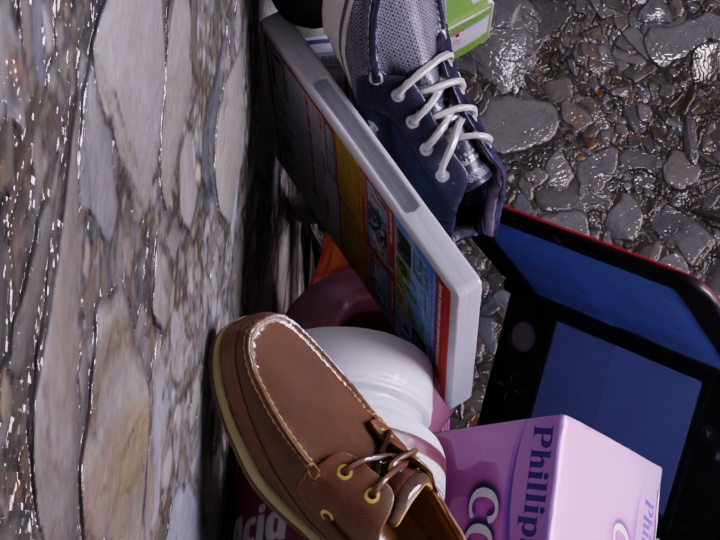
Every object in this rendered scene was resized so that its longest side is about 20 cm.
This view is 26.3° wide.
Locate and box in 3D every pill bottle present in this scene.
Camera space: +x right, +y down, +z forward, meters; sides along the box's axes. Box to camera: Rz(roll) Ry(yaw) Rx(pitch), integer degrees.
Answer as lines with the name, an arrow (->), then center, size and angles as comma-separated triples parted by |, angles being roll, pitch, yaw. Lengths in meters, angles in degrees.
pill bottle -> -0.013, 0.139, 0.812 | 0.114, 0.114, 0.201 | 87, 6, -60

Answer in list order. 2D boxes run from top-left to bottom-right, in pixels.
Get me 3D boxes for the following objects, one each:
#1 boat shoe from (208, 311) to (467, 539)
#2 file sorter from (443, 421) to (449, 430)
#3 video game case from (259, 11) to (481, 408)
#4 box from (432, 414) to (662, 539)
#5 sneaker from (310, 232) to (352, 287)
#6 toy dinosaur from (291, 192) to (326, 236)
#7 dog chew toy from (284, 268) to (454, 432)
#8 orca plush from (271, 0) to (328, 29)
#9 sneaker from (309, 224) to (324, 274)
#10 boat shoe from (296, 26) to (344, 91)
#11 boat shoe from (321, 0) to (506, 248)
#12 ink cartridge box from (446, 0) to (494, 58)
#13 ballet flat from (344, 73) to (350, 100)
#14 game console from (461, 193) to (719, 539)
boat shoe -> 0.005, 0.101, 0.718 | 0.072, 0.067, 0.201 | -34, 93, -44
file sorter -> 0.053, 0.228, 2.020 | 0.200, 0.125, 0.140 | 84, 10, -71
video game case -> 0.004, -0.032, 0.857 | 0.200, 0.017, 0.143 | 56, -15, 25
box -> 0.056, 0.190, 0.874 | 0.097, 0.200, 0.177 | 30, 60, -38
sneaker -> 0.000, 0.000, 1.092 | 0.077, 0.073, 0.201 | -115, -138, -55
toy dinosaur -> -0.018, -0.060, 0.997 | 0.200, 0.047, 0.089 | -167, -109, -71
dog chew toy -> -0.001, 0.080, 1.024 | 0.200, 0.124, 0.125 | 106, -10, -64
orca plush -> -0.034, -0.205, 0.871 | 0.105, 0.071, 0.201 | 20, 52, -40
sneaker -> -0.008, 0.006, 1.195 | 0.114, 0.076, 0.200 | 30, 60, -85
boat shoe -> -0.010, -0.153, 1.035 | 0.200, 0.072, 0.062 | -33, 121, -85
boat shoe -> 0.038, -0.092, 0.817 | 0.093, 0.075, 0.200 | 43, -22, 31
ink cartridge box -> 0.027, -0.227, 1.051 | 0.148, 0.076, 0.200 | 62, 0, 5
ballet flat -> 0.036, -0.108, 0.978 | 0.200, 0.057, 0.067 | -2, 94, -77
game console -> 0.129, 0.060, 0.898 | 0.118, 0.200, 0.173 | 3, 106, -44
